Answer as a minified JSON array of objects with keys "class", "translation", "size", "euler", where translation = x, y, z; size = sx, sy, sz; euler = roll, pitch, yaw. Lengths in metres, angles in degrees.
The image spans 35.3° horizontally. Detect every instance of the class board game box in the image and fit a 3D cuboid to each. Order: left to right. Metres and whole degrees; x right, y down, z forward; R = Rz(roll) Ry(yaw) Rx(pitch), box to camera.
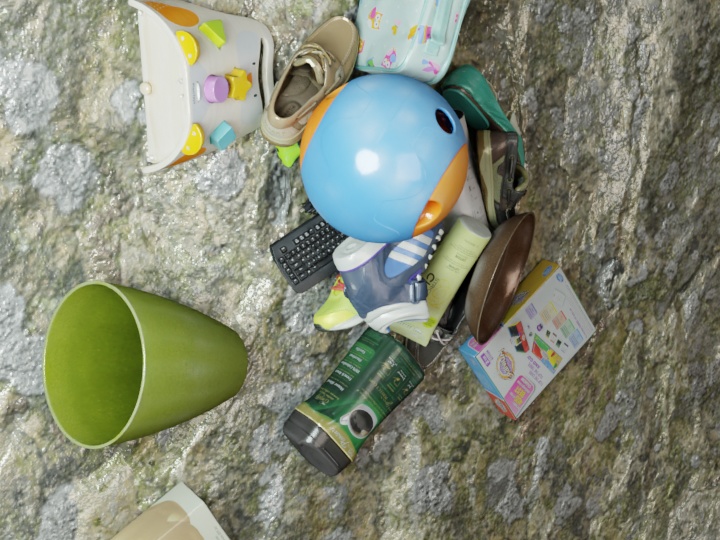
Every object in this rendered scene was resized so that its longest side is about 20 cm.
[{"class":"board game box","translation":[0.259,0.106,1.734],"size":[0.200,0.040,0.153],"euler":[-44,123,-15]}]

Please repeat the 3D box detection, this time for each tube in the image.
[{"class":"tube","translation":[0.107,0.017,1.549],"size":[0.052,0.058,0.200],"euler":[-7,137,-53]}]

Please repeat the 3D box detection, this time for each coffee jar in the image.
[{"class":"coffee jar","translation":[-0.011,0.180,1.545],"size":[0.200,0.085,0.104],"euler":[-47,127,-15]}]

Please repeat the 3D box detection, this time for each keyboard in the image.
[{"class":"keyboard","translation":[-0.029,-0.063,1.462],"size":[0.200,0.040,0.104],"euler":[-35,87,-22]}]

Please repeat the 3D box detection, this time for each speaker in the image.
[{"class":"speaker","translation":[0.124,-0.118,1.552],"size":[0.081,0.081,0.200],"euler":[-28,118,-25]}]

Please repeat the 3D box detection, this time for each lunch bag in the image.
[{"class":"lunch bag","translation":[0.069,-0.327,1.405],"size":[0.077,0.160,0.200],"euler":[13,96,-35]}]

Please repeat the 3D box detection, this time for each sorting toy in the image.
[{"class":"sorting toy","translation":[-0.168,-0.223,1.331],"size":[0.180,0.107,0.200],"euler":[-22,117,-48]}]

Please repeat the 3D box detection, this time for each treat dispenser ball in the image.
[{"class":"treat dispenser ball","translation":[0.028,-0.132,1.340],"size":[0.201,0.201,0.201],"euler":[-10,109,-31]}]

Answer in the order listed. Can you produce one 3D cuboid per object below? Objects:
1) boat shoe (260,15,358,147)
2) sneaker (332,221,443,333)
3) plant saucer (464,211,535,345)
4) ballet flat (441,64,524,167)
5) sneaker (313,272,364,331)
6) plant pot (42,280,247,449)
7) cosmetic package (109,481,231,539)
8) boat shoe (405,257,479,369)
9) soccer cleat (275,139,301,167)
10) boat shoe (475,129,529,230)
[{"class":"boat shoe","translation":[-0.054,-0.240,1.373],"size":[0.071,0.065,0.200],"euler":[26,65,1]},{"class":"sneaker","translation":[0.067,-0.009,1.466],"size":[0.200,0.081,0.147],"euler":[-37,114,-21]},{"class":"plant saucer","translation":[0.191,0.006,1.588],"size":[0.200,0.037,0.201],"euler":[-55,158,-34]},{"class":"ballet flat","translation":[0.185,-0.211,1.579],"size":[0.200,0.067,0.070],"euler":[49,61,-36]},{"class":"sneaker","translation":[0.000,0.000,1.515],"size":[0.200,0.078,0.090],"euler":[-46,116,-22]},{"class":"plant pot","translation":[-0.237,0.109,1.333],"size":[0.200,0.187,0.187],"euler":[5,101,-50]},{"class":"cosmetic package","translation":[-0.268,0.377,1.437],"size":[0.200,0.071,0.105],"euler":[-40,122,-18]},{"class":"boat shoe","translation":[0.123,0.054,1.616],"size":[0.067,0.057,0.200],"euler":[23,90,-36]},{"class":"soccer cleat","translation":[-0.022,-0.190,1.449],"size":[0.200,0.068,0.081],"euler":[-20,123,-21]},{"class":"boat shoe","translation":[0.202,-0.120,1.564],"size":[0.200,0.065,0.073],"euler":[64,27,-57]}]
